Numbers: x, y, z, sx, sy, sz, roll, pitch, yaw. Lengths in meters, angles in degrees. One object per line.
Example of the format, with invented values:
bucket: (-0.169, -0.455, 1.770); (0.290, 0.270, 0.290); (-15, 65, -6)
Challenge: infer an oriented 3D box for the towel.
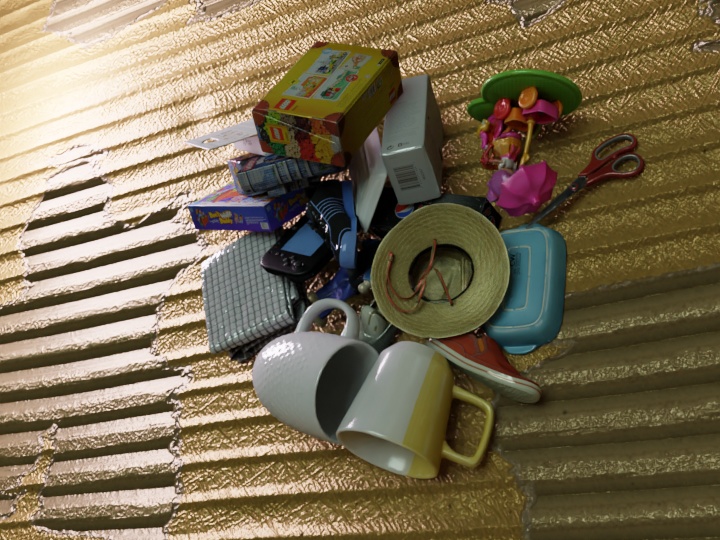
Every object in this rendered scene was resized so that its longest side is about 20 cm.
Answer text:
towel: (-0.169, 0.038, 1.668); (0.164, 0.086, 0.202); (-26, 53, 17)

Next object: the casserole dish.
casserole dish: (0.228, 0.018, 1.447); (0.119, 0.039, 0.203); (-6, 62, 30)

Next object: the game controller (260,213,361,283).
game controller: (-0.071, -0.053, 1.622); (0.103, 0.043, 0.200); (19, 47, 27)

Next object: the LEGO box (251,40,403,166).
LEGO box: (-0.046, -0.254, 1.528); (0.147, 0.078, 0.201); (13, 47, 27)

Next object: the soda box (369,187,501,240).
soda box: (0.110, -0.077, 1.556); (0.198, 0.063, 0.072); (10, 70, 36)

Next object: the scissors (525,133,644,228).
scissors: (0.313, -0.130, 1.465); (0.198, 0.014, 0.074); (-28, 58, 7)

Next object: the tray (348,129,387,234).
tray: (0.007, -0.152, 1.608); (0.201, 0.022, 0.109); (-99, 26, -57)

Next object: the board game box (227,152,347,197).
board game box: (-0.123, -0.162, 1.623); (0.197, 0.063, 0.200); (-15, 16, 11)

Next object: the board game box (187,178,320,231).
board game box: (-0.175, -0.114, 1.707); (0.198, 0.045, 0.134); (3, 28, 43)

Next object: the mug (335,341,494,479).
mug: (0.075, 0.194, 1.414); (0.149, 0.185, 0.155); (-30, 33, 60)

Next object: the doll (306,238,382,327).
doll: (0.000, 0.000, 1.567); (0.199, 0.048, 0.137); (-38, 27, 26)

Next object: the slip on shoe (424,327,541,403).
slip on shoe: (0.173, 0.122, 1.410); (0.199, 0.074, 0.062); (30, 81, 44)

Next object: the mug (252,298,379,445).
mug: (-0.064, 0.139, 1.502); (0.174, 0.147, 0.203); (9, 76, 45)

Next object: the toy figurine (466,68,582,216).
toy figurine: (0.224, -0.169, 1.498); (0.199, 0.149, 0.187); (-13, 64, 53)

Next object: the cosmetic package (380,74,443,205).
cosmetic package: (0.083, -0.204, 1.572); (0.073, 0.102, 0.202); (-10, 41, 16)

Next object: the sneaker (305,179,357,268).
sneaker: (-0.045, -0.070, 1.558); (0.076, 0.071, 0.201); (-2, 36, -4)

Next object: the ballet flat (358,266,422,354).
ballet flat: (0.036, 0.055, 1.533); (0.201, 0.072, 0.072); (-52, 50, 0)

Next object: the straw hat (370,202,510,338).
straw hat: (0.117, 0.007, 1.467); (0.197, 0.085, 0.205); (-2, 80, 11)

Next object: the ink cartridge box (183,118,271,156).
ink cartridge box: (-0.181, -0.211, 1.655); (0.171, 0.044, 0.200); (-23, 17, -17)
